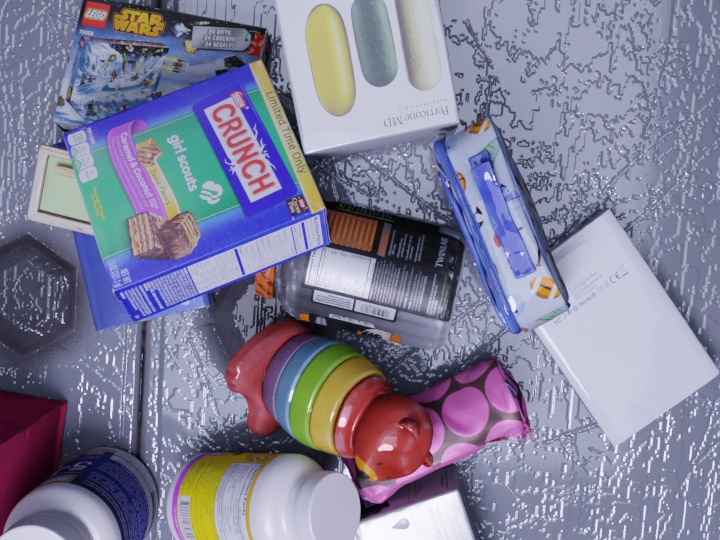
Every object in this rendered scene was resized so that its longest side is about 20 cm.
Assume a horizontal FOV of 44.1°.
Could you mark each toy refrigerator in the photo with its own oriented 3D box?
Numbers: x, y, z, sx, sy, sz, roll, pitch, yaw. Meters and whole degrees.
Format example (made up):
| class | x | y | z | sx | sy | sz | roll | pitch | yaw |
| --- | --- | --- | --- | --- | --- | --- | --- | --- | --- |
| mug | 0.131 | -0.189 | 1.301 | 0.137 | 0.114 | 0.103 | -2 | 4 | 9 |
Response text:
| class | x | y | z | sx | sy | sz | roll | pitch | yaw |
| --- | --- | --- | --- | --- | --- | --- | --- | --- | --- |
| toy refrigerator | -0.226 | -0.067 | 0.899 | 0.196 | 0.070 | 0.078 | 14 | 95 | 3 |

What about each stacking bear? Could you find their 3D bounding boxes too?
| class | x | y | z | sx | sy | sz | roll | pitch | yaw |
| --- | --- | --- | --- | --- | --- | --- | --- | --- | --- |
| stacking bear | -0.017 | 0.134 | 0.865 | 0.198 | 0.123 | 0.114 | 24 | 57 | 35 |

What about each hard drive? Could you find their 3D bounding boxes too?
| class | x | y | z | sx | sy | sz | roll | pitch | yaw |
| --- | --- | --- | --- | --- | --- | --- | --- | --- | --- |
| hard drive | -0.242 | -0.048 | 0.950 | 0.129 | 0.025 | 0.204 | -12 | 94 | 4 |
| hard drive | 0.258 | 0.059 | 0.920 | 0.131 | 0.025 | 0.202 | -35 | 92 | 6 |

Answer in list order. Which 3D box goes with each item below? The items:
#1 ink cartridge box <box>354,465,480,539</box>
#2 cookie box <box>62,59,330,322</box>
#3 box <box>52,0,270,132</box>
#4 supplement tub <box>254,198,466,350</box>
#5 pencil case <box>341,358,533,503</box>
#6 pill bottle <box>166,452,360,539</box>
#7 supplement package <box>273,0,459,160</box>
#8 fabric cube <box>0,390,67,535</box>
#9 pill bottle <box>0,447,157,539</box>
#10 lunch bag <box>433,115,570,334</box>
| class | x | y | z | sx | sy | sz | roll | pitch | yaw |
| --- | --- | --- | --- | --- | --- | --- | --- | --- | --- |
| ink cartridge box | 0.032 | 0.314 | 0.933 | 0.196 | 0.084 | 0.147 | -20 | 93 | 6 |
| cookie box | -0.148 | -0.075 | 0.815 | 0.197 | 0.076 | 0.174 | -22 | 68 | -8 |
| box | -0.201 | -0.195 | 0.913 | 0.196 | 0.040 | 0.140 | 11 | 81 | 3 |
| supplement tub | 0.000 | 0.000 | 0.890 | 0.196 | 0.123 | 0.125 | 14 | 96 | 3 |
| pencil case | 0.076 | 0.168 | 0.912 | 0.197 | 0.091 | 0.095 | -27 | 61 | 9 |
| pill bottle | -0.096 | 0.235 | 0.881 | 0.197 | 0.103 | 0.107 | -8 | 95 | 40 |
| supplement package | 0.004 | -0.223 | 0.856 | 0.148 | 0.151 | 0.205 | -11 | 94 | 4 |
| fabric cube | -0.438 | 0.230 | 0.898 | 0.195 | 0.200 | 0.201 | 11 | 94 | 2 |
| pill bottle | -0.286 | 0.262 | 0.891 | 0.117 | 0.200 | 0.123 | 0 | 95 | 3 |
| lunch bag | 0.130 | -0.043 | 0.830 | 0.074 | 0.160 | 0.203 | -24 | 84 | 12 |
